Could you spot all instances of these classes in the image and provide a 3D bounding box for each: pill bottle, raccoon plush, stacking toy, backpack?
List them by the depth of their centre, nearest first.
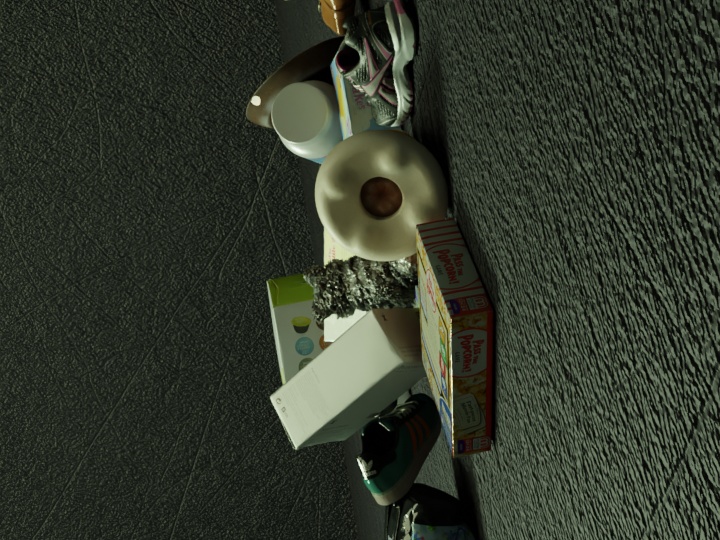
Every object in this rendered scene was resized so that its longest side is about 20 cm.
[{"bbox_3d":[0.033,-0.110,1.286,0.200,0.144,0.148,-70,-26,-66],"label":"stacking toy"},{"bbox_3d":[-0.002,0.000,1.405,0.200,0.132,0.098,94,165,-67],"label":"raccoon plush"},{"bbox_3d":[0.088,0.388,1.464,0.163,0.152,0.203,174,109,-78],"label":"backpack"},{"bbox_3d":[-0.056,-0.210,1.615,0.200,0.107,0.110,2,-103,-74],"label":"pill bottle"}]

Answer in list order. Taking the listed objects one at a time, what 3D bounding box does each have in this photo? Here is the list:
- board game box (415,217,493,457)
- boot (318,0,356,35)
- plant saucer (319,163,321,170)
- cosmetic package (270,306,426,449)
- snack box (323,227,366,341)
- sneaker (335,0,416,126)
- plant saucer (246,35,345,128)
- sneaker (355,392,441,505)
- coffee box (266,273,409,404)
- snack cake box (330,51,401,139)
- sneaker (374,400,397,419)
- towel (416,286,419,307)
[{"bbox_3d":[0.098,0.072,1.195,0.152,0.046,0.202,-106,9,-49],"label":"board game box"},{"bbox_3d":[-0.035,-0.385,1.497,0.201,0.076,0.157,-99,8,-56],"label":"boot"},{"bbox_3d":[-0.009,-0.088,1.791,0.201,0.027,0.201,61,-168,-23],"label":"plant saucer"},{"bbox_3d":[-0.002,0.132,1.399,0.112,0.200,0.082,-1,-124,-53],"label":"cosmetic package"},{"bbox_3d":[0.000,0.000,1.592,0.115,0.037,0.203,-1,89,42],"label":"snack box"},{"bbox_3d":[0.012,-0.238,1.298,0.201,0.085,0.081,89,171,-60],"label":"sneaker"},{"bbox_3d":[-0.078,-0.270,1.672,0.032,0.199,0.200,56,170,9],"label":"plant saucer"},{"bbox_3d":[0.049,0.211,1.476,0.080,0.071,0.200,58,-150,-18],"label":"sneaker"},{"bbox_3d":[-0.042,0.112,1.877,0.200,0.197,0.200,-122,23,-76],"label":"coffee box"},{"bbox_3d":[0.013,-0.185,1.482,0.115,0.066,0.203,-174,74,-85],"label":"snack cake box"},{"bbox_3d":[0.035,0.153,1.535,0.089,0.075,0.200,70,155,11],"label":"sneaker"},{"bbox_3d":[0.073,0.034,1.495,0.201,0.022,0.145,87,172,-52],"label":"towel"}]
